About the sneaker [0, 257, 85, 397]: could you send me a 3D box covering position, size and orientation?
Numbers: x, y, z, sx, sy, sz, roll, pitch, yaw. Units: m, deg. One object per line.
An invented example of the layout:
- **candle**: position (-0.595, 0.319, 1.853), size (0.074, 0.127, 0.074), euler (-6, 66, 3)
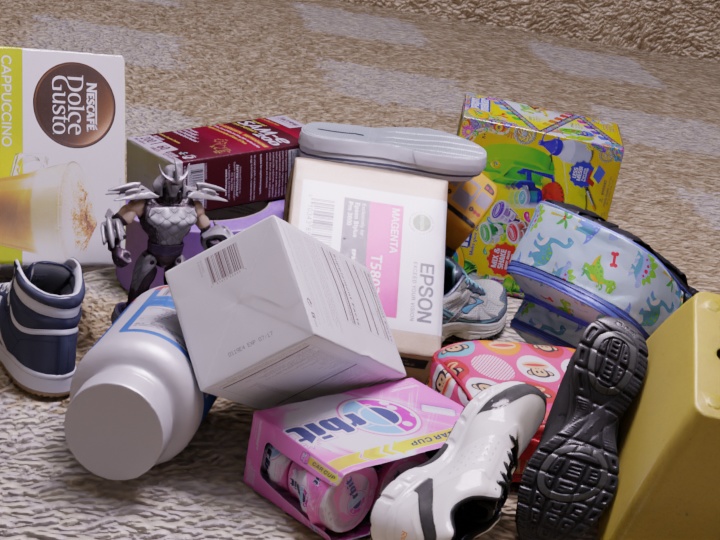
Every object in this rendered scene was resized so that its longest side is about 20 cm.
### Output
- **sneaker**: position (-0.311, 0.024, 1.417), size (0.070, 0.110, 0.199), euler (-6, 26, -41)

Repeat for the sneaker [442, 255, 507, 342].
- **sneaker**: position (0.101, 0.027, 1.672), size (0.077, 0.087, 0.199), euler (25, 24, 31)

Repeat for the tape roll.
- **tape roll**: position (-0.162, -0.036, 1.663), size (0.197, 0.086, 0.200), euler (2, 21, -1)

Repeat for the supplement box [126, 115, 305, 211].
- **supplement box**: position (-0.137, -0.114, 1.664), size (0.198, 0.062, 0.108), euler (-12, 25, -34)

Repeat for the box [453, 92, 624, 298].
- **box**: position (0.194, -0.083, 1.857), size (0.190, 0.202, 0.122), euler (11, 20, 2)

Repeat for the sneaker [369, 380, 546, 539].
- **sneaker**: position (0.096, 0.165, 1.246), size (0.079, 0.074, 0.200), euler (15, 45, 39)

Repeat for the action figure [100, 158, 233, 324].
- **action figure**: position (-0.180, -0.007, 1.438), size (0.128, 0.202, 0.069), euler (4, 21, -18)

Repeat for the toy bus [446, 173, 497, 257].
- **toy bus**: position (0.081, -0.049, 1.726), size (0.065, 0.079, 0.200), euler (37, -21, -1)

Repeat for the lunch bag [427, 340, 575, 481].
- **lunch bag**: position (0.169, 0.135, 1.425), size (0.197, 0.083, 0.176), euler (4, 21, -21)

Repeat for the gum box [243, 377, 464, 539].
- **gum box**: position (0.008, 0.154, 1.301), size (0.198, 0.067, 0.113), euler (-8, 26, -43)

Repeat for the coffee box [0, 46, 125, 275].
- **coffee box**: position (-0.344, -0.100, 1.512), size (0.195, 0.203, 0.199), euler (1, -4, -25)

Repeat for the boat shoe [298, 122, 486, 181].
- **boat shoe**: position (0.033, -0.109, 1.630), size (0.197, 0.068, 0.074), euler (10, 27, 13)

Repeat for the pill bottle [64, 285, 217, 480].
- **pill bottle**: position (-0.176, 0.094, 1.299), size (0.111, 0.114, 0.200), euler (13, 20, 6)

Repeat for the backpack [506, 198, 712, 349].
- **backpack**: position (0.240, 0.031, 1.588), size (0.182, 0.148, 0.200), euler (25, -9, 36)

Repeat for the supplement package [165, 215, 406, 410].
- **supplement package**: position (-0.059, 0.047, 1.331), size (0.113, 0.111, 0.200), euler (-26, -22, 16)

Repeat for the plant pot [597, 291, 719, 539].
- **plant pot**: position (0.311, 0.136, 1.263), size (0.197, 0.178, 0.201), euler (12, 44, 1)

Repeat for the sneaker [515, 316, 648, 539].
- **sneaker**: position (0.183, 0.141, 1.304), size (0.075, 0.202, 0.091), euler (25, -13, 3)

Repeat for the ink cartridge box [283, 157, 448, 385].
- **ink cartridge box**: position (0.000, 0.000, 1.548), size (0.162, 0.075, 0.202), euler (7, 62, -7)
